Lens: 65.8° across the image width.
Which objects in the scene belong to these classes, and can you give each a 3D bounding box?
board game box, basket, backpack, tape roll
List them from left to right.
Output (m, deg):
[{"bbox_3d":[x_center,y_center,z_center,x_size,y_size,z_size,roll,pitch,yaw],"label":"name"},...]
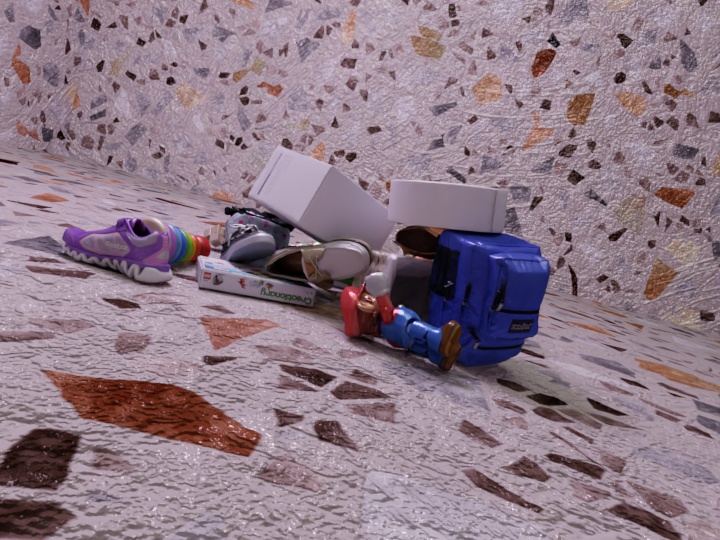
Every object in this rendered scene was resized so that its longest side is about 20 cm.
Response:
[{"bbox_3d":[-0.189,0.018,0.992,0.198,0.035,0.126,12,7,-21],"label":"board game box"},{"bbox_3d":[-0.221,-0.070,1.215,0.165,0.128,0.200,11,1,-16],"label":"backpack"},{"bbox_3d":[0.090,0.044,0.990,0.198,0.137,0.123,10,4,-33],"label":"basket"},{"bbox_3d":[0.147,-0.110,0.943,0.200,0.072,0.202,6,7,-1],"label":"tape roll"},{"bbox_3d":[0.194,0.051,0.875,0.161,0.202,0.168,4,16,-23],"label":"backpack"}]

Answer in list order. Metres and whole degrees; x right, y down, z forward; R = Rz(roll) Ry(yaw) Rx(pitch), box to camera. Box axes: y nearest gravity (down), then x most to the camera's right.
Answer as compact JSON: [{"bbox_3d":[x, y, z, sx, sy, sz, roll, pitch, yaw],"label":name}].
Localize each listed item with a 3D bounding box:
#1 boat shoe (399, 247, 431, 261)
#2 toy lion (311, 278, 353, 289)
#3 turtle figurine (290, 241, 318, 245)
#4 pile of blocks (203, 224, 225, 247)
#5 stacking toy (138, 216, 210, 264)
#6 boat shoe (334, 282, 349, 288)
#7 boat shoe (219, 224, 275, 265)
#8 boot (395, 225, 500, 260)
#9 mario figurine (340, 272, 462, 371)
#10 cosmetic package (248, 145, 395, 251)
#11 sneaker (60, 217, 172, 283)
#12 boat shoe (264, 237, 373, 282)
[{"bbox_3d":[0.121,-0.020,1.218,0.070,0.063,0.200,-15,10,0],"label":"boat shoe"},{"bbox_3d":[0.000,0.000,1.189,0.198,0.069,0.192,20,20,-9],"label":"toy lion"},{"bbox_3d":[-0.075,-0.029,1.432,0.192,0.201,0.145,-7,36,4],"label":"turtle figurine"},{"bbox_3d":[-0.280,-0.056,1.345,0.198,0.082,0.063,4,52,-10],"label":"pile of blocks"},{"bbox_3d":[-0.343,-0.045,1.030,0.085,0.086,0.200,16,1,12],"label":"stacking toy"},{"bbox_3d":[-0.064,-0.003,1.270,0.198,0.068,0.072,13,7,-13],"label":"boat shoe"},{"bbox_3d":[-0.214,-0.052,1.040,0.073,0.069,0.199,4,-13,-26],"label":"boat shoe"},{"bbox_3d":[0.161,-0.043,0.979,0.198,0.075,0.155,2,0,15],"label":"boot"},{"bbox_3d":[0.061,0.065,0.835,0.199,0.125,0.106,23,22,24],"label":"mario figurine"},{"bbox_3d":[-0.071,-0.122,1.069,0.199,0.124,0.199,32,-1,-43],"label":"cosmetic package"},{"bbox_3d":[-0.381,-0.046,0.884,0.198,0.089,0.080,16,9,15],"label":"sneaker"},{"bbox_3d":[-0.075,-0.010,0.956,0.198,0.075,0.068,-6,17,30],"label":"boat shoe"}]
